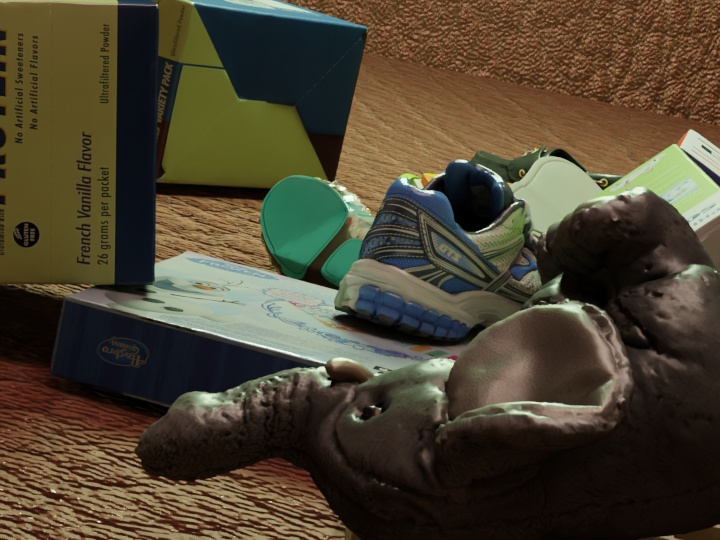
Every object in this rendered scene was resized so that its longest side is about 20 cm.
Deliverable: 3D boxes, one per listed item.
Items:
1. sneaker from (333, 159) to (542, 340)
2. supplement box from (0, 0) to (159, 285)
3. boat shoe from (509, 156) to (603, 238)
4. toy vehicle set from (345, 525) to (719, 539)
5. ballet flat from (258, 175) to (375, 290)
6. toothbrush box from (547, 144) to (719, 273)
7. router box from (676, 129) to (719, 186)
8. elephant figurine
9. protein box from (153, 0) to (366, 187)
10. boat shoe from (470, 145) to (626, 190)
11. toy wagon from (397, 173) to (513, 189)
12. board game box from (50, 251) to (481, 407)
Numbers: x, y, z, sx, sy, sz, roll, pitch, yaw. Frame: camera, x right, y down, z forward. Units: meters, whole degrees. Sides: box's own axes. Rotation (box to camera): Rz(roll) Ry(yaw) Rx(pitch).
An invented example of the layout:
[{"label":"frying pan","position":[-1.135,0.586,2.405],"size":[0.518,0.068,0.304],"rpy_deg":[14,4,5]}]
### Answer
[{"label":"sneaker","position":[0.066,-0.011,1.136],"size":[0.077,0.085,0.200],"rpy_deg":[18,8,27]},{"label":"supplement box","position":[-0.205,-0.073,1.101],"size":[0.199,0.135,0.200],"rpy_deg":[1,8,-7]},{"label":"boat shoe","position":[0.133,-0.030,1.600],"size":[0.075,0.062,0.200],"rpy_deg":[41,24,5]},{"label":"toy vehicle set","position":[0.093,0.112,0.899],"size":[0.199,0.027,0.124],"rpy_deg":[13,10,-3]},{"label":"ballet flat","position":[0.000,0.000,1.331],"size":[0.064,0.076,0.200],"rpy_deg":[43,-3,-33]},{"label":"toothbrush box","position":[0.170,0.032,1.059],"size":[0.146,0.086,0.200],"rpy_deg":[56,5,-10]},{"label":"router box","position":[0.304,-0.021,1.622],"size":[0.200,0.049,0.179],"rpy_deg":[38,13,5]},{"label":"elephant figurine","position":[0.052,0.068,0.792],"size":[0.200,0.142,0.155],"rpy_deg":[-28,4,-33]},{"label":"protein box","position":[-0.142,-0.155,1.709],"size":[0.200,0.135,0.198],"rpy_deg":[21,13,39]},{"label":"boat shoe","position":[0.172,-0.079,1.957],"size":[0.074,0.063,0.201],"rpy_deg":[2,13,-39]},{"label":"toy wagon","position":[0.127,-0.043,1.757],"size":[0.155,0.040,0.200],"rpy_deg":[22,13,38]},{"label":"board game box","position":[-0.025,0.043,1.077],"size":[0.199,0.044,0.199],"rpy_deg":[15,10,10]}]
